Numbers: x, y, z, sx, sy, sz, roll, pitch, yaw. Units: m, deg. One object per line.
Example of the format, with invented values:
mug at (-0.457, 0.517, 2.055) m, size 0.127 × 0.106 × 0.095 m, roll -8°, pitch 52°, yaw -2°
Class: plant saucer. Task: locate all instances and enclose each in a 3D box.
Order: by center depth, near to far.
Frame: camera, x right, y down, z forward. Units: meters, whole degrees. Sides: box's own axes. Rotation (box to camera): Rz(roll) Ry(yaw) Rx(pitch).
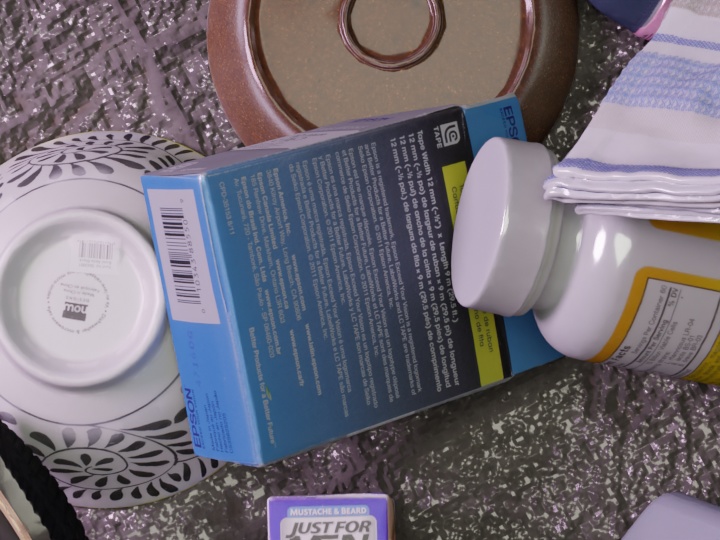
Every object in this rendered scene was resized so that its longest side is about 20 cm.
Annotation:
plant saucer at (0.017, -0.130, 1.153) m, size 0.199 × 0.034 × 0.201 m, roll 0°, pitch 82°, yaw 3°

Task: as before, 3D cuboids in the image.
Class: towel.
towel at (0.184, -0.097, 0.994) m, size 0.147 × 0.024 × 0.200 m, roll 7°, pitch 50°, yaw 44°

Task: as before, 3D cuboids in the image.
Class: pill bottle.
pill bottle at (0.151, -0.005, 1.068) m, size 0.199 × 0.113 × 0.113 m, roll 10°, pitch 83°, yaw -13°

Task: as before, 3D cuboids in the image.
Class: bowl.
bowl at (-0.135, 0.019, 1.109) m, size 0.200 × 0.094 × 0.202 m, roll 0°, pitch 83°, yaw 2°

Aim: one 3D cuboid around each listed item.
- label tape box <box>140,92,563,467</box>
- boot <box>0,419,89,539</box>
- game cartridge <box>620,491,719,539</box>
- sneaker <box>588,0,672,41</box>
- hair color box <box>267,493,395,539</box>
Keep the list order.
label tape box at (0.000, 0.000, 1.092) m, size 0.199 × 0.066 × 0.144 m, roll -17°, pitch 101°, yaw -36°
boot at (-0.190, 0.179, 1.077) m, size 0.138 × 0.077 × 0.201 m, roll -27°, pitch 104°, yaw 3°
game cartridge at (0.141, 0.207, 1.058) m, size 0.041 × 0.133 × 0.201 m, roll 33°, pitch 81°, yaw -26°
sneaker at (0.195, -0.204, 1.147) m, size 0.082 × 0.070 × 0.200 m, roll 44°, pitch 89°, yaw -10°
hair color box at (-0.011, 0.211, 1.071) m, size 0.064 × 0.109 × 0.201 m, roll -3°, pitch 83°, yaw 2°
